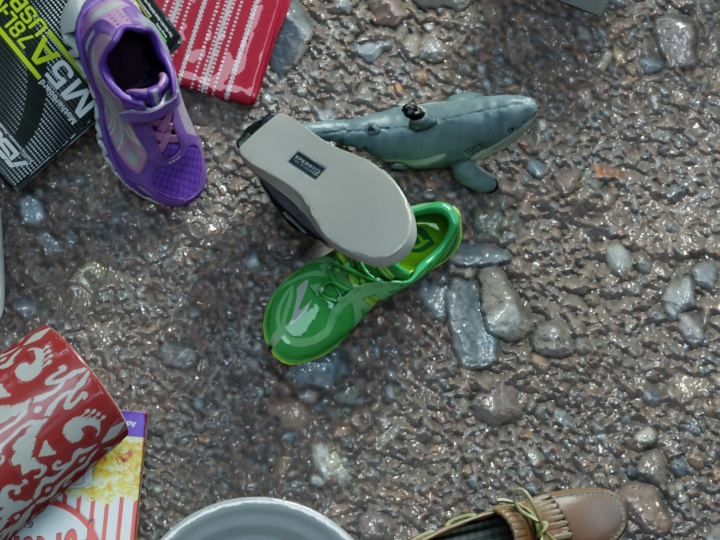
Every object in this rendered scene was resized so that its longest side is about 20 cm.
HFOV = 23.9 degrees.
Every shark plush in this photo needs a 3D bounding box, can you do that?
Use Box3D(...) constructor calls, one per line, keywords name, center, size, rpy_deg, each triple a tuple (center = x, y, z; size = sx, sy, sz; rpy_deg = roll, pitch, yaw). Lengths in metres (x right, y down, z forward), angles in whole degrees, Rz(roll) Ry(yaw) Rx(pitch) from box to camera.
Box3D(name="shark plush", center=(0.047, -0.132, 1.451), size=(0.199, 0.083, 0.091), rpy_deg=(10, 75, -3))

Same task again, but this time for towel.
Box3D(name="towel", center=(-0.165, -0.234, 1.489), size=(0.199, 0.022, 0.145), rpy_deg=(16, 76, 0))

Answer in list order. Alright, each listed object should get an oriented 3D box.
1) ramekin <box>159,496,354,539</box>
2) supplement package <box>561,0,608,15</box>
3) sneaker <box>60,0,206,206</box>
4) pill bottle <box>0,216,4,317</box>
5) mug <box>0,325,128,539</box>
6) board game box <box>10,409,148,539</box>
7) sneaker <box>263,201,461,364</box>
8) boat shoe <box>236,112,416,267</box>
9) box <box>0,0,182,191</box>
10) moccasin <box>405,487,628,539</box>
Box3D(name="ramekin", center=(-0.083, 0.282, 1.322), size=(0.200, 0.098, 0.201), rpy_deg=(2, 75, -6))
Box3D(name="supplement package", center=(0.206, -0.352, 1.513), size=(0.113, 0.110, 0.200), rpy_deg=(22, 74, 0))
Box3D(name="sneaker", center=(-0.175, -0.134, 1.387), size=(0.080, 0.088, 0.201), rpy_deg=(-32, 120, -19))
Box3D(name="pill bottle", center=(-0.389, -0.008, 1.358), size=(0.199, 0.112, 0.113), rpy_deg=(-3, 76, -7))
Box3D(name="mug", center=(-0.298, 0.126, 1.278), size=(0.200, 0.133, 0.178), rpy_deg=(-38, 83, -17))
Box3D(name="board game box", center=(-0.252, 0.208, 1.349), size=(0.151, 0.046, 0.201), rpy_deg=(4, 75, -5))
Box3D(name="sneaker", center=(0.000, 0.000, 1.412), size=(0.200, 0.084, 0.074), rpy_deg=(-37, 82, -13))
Box3D(name="boat shoe", center=(-0.015, -0.049, 1.384), size=(0.075, 0.093, 0.200), rpy_deg=(-41, 52, -8))
Box3D(name="box", center=(-0.276, -0.202, 1.389), size=(0.193, 0.047, 0.200), rpy_deg=(-44, 119, -13))
Box3D(name="moccasin", center=(0.120, 0.217, 1.370), size=(0.201, 0.078, 0.074), rpy_deg=(-7, 76, -8))
